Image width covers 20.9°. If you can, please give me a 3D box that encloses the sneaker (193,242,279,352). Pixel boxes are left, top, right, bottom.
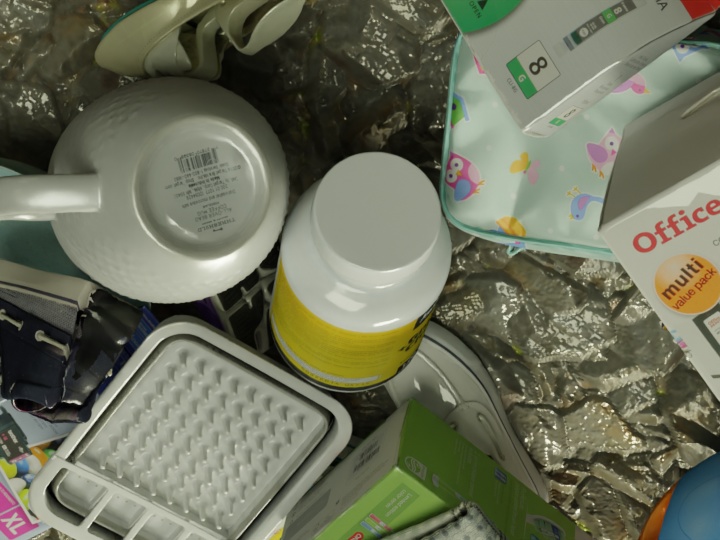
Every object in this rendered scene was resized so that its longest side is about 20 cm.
[{"bbox_3d":[-0.124,-0.025,1.398,0.083,0.081,0.201,-21,103,43],"label":"sneaker"}]

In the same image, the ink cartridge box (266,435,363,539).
[{"bbox_3d":[-0.051,0.175,1.480,0.199,0.067,0.117,23,121,3],"label":"ink cartridge box"}]

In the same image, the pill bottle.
[{"bbox_3d":[0.000,0.000,1.289,0.112,0.112,0.200,23,158,3],"label":"pill bottle"}]

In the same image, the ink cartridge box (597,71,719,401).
[{"bbox_3d":[0.253,-0.011,1.112,0.147,0.145,0.200,-31,106,26],"label":"ink cartridge box"}]

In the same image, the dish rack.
[{"bbox_3d":[-0.121,0.127,1.389,0.171,0.044,0.200,31,114,-22],"label":"dish rack"}]

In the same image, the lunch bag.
[{"bbox_3d":[0.149,-0.084,1.246,0.199,0.077,0.161,10,107,19],"label":"lunch bag"}]

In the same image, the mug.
[{"bbox_3d":[-0.143,-0.050,1.244,0.199,0.175,0.149,-3,92,-16],"label":"mug"}]

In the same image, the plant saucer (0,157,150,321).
[{"bbox_3d":[-0.233,-0.024,1.413,0.200,0.039,0.201,20,147,14],"label":"plant saucer"}]

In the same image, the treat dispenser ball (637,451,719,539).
[{"bbox_3d":[0.284,0.217,1.325,0.200,0.201,0.202,7,121,12],"label":"treat dispenser ball"}]

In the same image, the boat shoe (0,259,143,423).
[{"bbox_3d":[-0.237,0.049,1.360,0.075,0.093,0.200,32,165,-35],"label":"boat shoe"}]

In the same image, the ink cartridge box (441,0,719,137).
[{"bbox_3d":[0.140,-0.201,1.163,0.200,0.050,0.161,-36,74,23],"label":"ink cartridge box"}]

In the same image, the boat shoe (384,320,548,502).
[{"bbox_3d":[0.069,0.125,1.417,0.072,0.066,0.201,-20,112,25],"label":"boat shoe"}]

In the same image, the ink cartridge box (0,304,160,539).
[{"bbox_3d":[-0.209,0.116,1.424,0.199,0.042,0.120,-28,120,12],"label":"ink cartridge box"}]

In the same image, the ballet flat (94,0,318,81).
[{"bbox_3d":[-0.096,-0.163,1.294,0.199,0.070,0.070,-29,108,29],"label":"ballet flat"}]

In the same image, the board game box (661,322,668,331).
[{"bbox_3d":[0.319,-0.003,1.276,0.165,0.057,0.200,30,123,0],"label":"board game box"}]

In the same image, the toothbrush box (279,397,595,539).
[{"bbox_3d":[0.060,0.211,1.381,0.200,0.086,0.146,38,120,-13],"label":"toothbrush box"}]

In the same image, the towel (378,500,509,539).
[{"bbox_3d":[0.052,0.260,1.350,0.199,0.035,0.193,-30,116,23],"label":"towel"}]
